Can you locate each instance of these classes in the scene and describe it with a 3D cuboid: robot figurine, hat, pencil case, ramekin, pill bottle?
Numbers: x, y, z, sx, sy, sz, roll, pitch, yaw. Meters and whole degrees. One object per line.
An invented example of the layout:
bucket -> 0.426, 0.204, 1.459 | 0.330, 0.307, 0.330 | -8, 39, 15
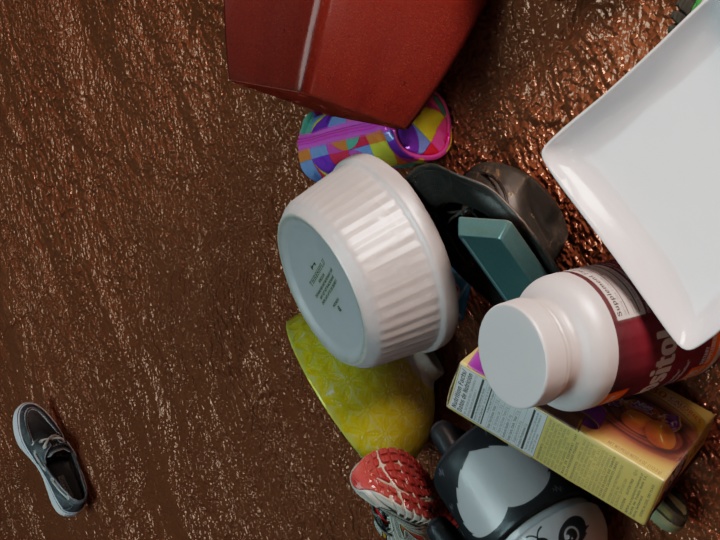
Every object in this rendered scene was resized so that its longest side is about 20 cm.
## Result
robot figurine -> 0.146, 0.213, 1.469 | 0.201, 0.124, 0.151 | 56, 139, 29
hat -> 0.136, -0.041, 1.431 | 0.200, 0.081, 0.201 | 36, 156, 18
pencil case -> 0.010, -0.140, 1.602 | 0.199, 0.088, 0.089 | -11, 90, 57
ramekin -> 0.000, 0.000, 1.482 | 0.203, 0.094, 0.204 | 47, 153, 34
pill bottle -> 0.198, 0.051, 1.280 | 0.113, 0.198, 0.114 | 22, 118, 51

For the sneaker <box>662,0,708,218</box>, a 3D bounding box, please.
sneaker -> 0.287, -0.119, 1.209 | 0.085, 0.077, 0.203 | 9, 106, 53

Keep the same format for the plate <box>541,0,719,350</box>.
plate -> 0.264, -0.073, 1.182 | 0.199, 0.032, 0.201 | -42, 77, 33

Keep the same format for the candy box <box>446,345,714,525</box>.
candy box -> 0.188, 0.120, 1.331 | 0.199, 0.116, 0.057 | 31, 128, 20

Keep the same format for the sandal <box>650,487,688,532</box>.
sandal -> 0.207, 0.168, 1.393 | 0.201, 0.079, 0.058 | 48, 115, 32

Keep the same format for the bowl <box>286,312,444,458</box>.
bowl -> 0.022, 0.105, 1.613 | 0.107, 0.200, 0.201 | -34, 64, 8

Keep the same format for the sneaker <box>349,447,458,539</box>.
sneaker -> 0.043, 0.242, 1.561 | 0.082, 0.200, 0.078 | -32, 53, 14

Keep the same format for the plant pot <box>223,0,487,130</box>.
plant pot -> -0.017, -0.239, 1.465 | 0.199, 0.199, 0.178 | 18, 93, 52

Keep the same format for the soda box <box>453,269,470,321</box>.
soda box -> 0.030, -0.017, 1.621 | 0.200, 0.067, 0.065 | 39, 130, 43

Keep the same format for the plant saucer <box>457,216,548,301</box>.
plant saucer -> 0.156, 0.029, 1.391 | 0.070, 0.019, 0.201 | 7, 141, 52

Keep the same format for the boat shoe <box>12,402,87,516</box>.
boat shoe -> -0.487, 0.289, 2.459 | 0.201, 0.071, 0.068 | 63, 145, 18
